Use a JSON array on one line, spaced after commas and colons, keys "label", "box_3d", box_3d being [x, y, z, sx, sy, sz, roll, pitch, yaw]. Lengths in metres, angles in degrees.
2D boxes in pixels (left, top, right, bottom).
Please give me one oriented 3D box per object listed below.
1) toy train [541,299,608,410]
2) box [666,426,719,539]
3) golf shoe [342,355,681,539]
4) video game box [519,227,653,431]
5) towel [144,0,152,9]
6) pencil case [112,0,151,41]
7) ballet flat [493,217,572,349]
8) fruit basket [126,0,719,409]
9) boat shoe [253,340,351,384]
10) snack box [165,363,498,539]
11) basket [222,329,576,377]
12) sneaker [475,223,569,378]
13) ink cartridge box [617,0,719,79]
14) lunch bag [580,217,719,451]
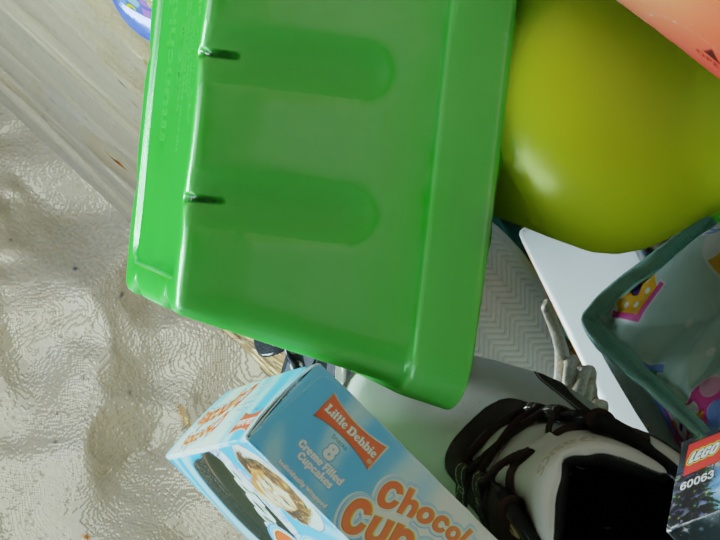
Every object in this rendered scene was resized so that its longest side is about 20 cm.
[{"label": "toy train", "box_3d": [0.106, 0.117, 0.950, 0.116, 0.085, 0.200, 30, 138, 47]}, {"label": "box", "box_3d": [0.200, 0.101, 0.764, 0.137, 0.038, 0.200, -25, 120, 34]}, {"label": "golf shoe", "box_3d": [0.064, 0.066, 0.871, 0.200, 0.078, 0.094, 31, 160, 34]}, {"label": "video game box", "box_3d": [0.139, 0.076, 1.110, 0.200, 0.047, 0.182, 65, -174, 14]}, {"label": "towel", "box_3d": [-0.041, -0.115, 1.014, 0.148, 0.036, 0.200, 21, -162, -35]}, {"label": "pencil case", "box_3d": [-0.086, -0.157, 1.214, 0.200, 0.078, 0.087, 76, 176, -77]}, {"label": "ballet flat", "box_3d": [0.024, -0.039, 1.138, 0.200, 0.071, 0.071, 63, 169, -11]}, {"label": "fruit basket", "box_3d": [0.038, -0.059, 0.863, 0.216, 0.216, 0.156, 45, 173, -14]}, {"label": "boat shoe", "box_3d": [-0.016, 0.022, 1.221, 0.062, 0.075, 0.200, 16, 121, 15]}, {"label": "snack box", "box_3d": [0.029, 0.115, 0.872, 0.200, 0.037, 0.116, 45, 163, -6]}, {"label": "basket", "box_3d": [0.018, 0.007, 1.359, 0.200, 0.143, 0.149, 42, 169, 11]}, {"label": "sneaker", "box_3d": [0.000, 0.000, 1.104, 0.200, 0.074, 0.116, 54, 154, -16]}, {"label": "ink cartridge box", "box_3d": [0.103, -0.096, 0.683, 0.162, 0.050, 0.200, 41, 175, 17]}, {"label": "lunch bag", "box_3d": [0.188, 0.068, 0.882, 0.170, 0.122, 0.200, 48, 177, -29]}]
